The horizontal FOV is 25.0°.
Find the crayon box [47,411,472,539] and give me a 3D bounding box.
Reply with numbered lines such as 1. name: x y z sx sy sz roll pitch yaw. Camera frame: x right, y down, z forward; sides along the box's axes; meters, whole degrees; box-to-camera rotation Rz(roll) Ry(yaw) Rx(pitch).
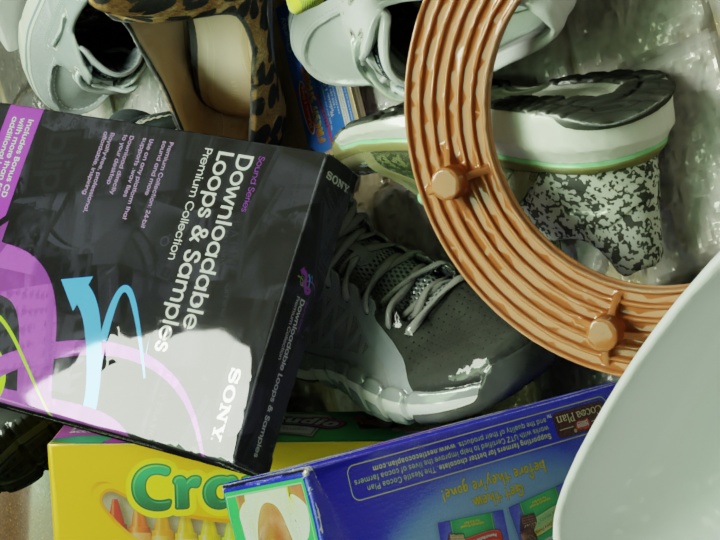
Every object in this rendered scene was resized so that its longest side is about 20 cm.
1. crayon box: -0.043 0.157 0.781 0.058 0.198 0.174 -79 -12 -77

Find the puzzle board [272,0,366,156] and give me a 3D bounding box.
1. puzzle board: -0.057 -0.146 0.873 0.150 0.017 0.202 -21 82 54

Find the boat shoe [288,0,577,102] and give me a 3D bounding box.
1. boat shoe: 0.021 -0.108 0.692 0.200 0.073 0.067 -20 40 57

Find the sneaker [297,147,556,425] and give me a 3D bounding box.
1. sneaker: 0.000 0.000 0.751 0.199 0.075 0.116 5 123 55

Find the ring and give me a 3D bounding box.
1. ring: 0.104 -0.058 0.585 0.199 0.019 0.202 5 102 26

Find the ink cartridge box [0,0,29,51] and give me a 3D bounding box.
1. ink cartridge box: -0.225 -0.256 0.957 0.146 0.084 0.201 53 165 33

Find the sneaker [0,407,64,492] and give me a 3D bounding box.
1. sneaker: -0.144 0.020 0.822 0.091 0.200 0.076 48 174 26

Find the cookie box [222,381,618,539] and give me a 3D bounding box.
1. cookie box: 0.052 0.163 0.662 0.075 0.170 0.202 -23 80 57

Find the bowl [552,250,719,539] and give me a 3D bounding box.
1. bowl: 0.174 0.094 0.537 0.200 0.074 0.200 48 135 23

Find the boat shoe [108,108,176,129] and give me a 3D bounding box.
1. boat shoe: -0.130 -0.059 0.941 0.199 0.074 0.067 121 139 -69

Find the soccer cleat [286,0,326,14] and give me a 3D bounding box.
1. soccer cleat: 0.000 -0.138 0.632 0.200 0.064 0.084 22 96 64

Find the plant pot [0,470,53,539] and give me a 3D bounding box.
1. plant pot: -0.133 0.157 0.923 0.200 0.199 0.200 6 95 54

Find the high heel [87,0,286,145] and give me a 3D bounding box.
1. high heel: -0.080 -0.087 0.764 0.071 0.200 0.144 7 104 16

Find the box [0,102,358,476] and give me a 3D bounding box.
1. box: -0.109 0.004 0.751 0.199 0.036 0.144 10 78 29

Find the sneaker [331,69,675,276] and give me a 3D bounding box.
1. sneaker: 0.056 -0.033 0.697 0.199 0.076 0.089 7 113 56

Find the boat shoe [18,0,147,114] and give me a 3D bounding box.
1. boat shoe: -0.153 -0.141 0.943 0.201 0.069 0.072 122 137 -53
